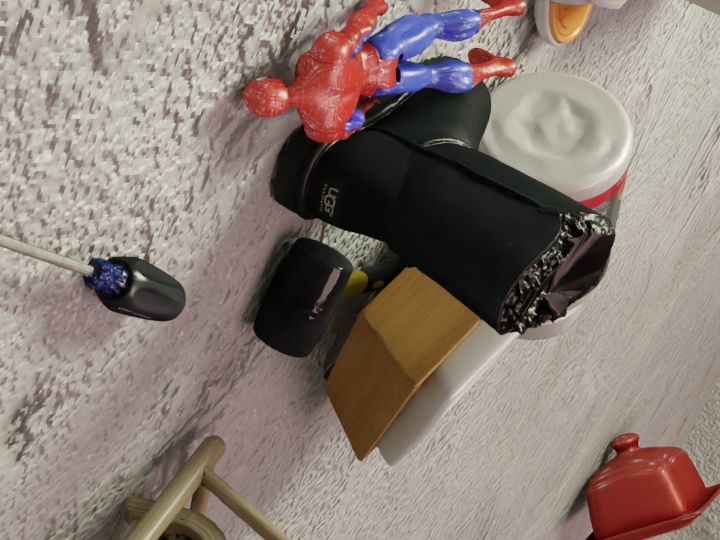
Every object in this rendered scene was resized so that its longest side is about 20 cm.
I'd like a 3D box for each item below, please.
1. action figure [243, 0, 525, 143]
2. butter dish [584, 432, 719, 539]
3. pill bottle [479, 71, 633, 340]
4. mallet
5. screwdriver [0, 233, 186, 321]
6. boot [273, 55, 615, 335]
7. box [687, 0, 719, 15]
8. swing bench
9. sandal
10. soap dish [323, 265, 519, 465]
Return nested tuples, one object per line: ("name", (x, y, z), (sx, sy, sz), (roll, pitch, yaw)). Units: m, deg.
("action figure", (0.012, -0.110, 0.729), (0.200, 0.052, 0.066), (-26, 136, -46))
("butter dish", (0.416, 0.314, 2.034), (0.199, 0.148, 0.200), (-24, 175, 26))
("pill bottle", (0.131, -0.037, 0.992), (0.111, 0.110, 0.200), (-47, 155, -28))
("mallet", (0.000, 0.000, 0.864), (0.200, 0.041, 0.066), (-25, 144, -61))
("screwdriver", (-0.123, -0.001, 0.591), (0.028, 0.029, 0.200), (-60, 163, 0))
("boot", (0.070, -0.043, 0.777), (0.200, 0.168, 0.077), (-31, 145, -51))
("box", (0.289, -0.285, 1.038), (0.200, 0.097, 0.125), (-29, 143, -51))
("swing bench", (-0.124, 0.239, 0.779), (0.200, 0.130, 0.200), (-29, 144, -43))
("sandal", (0.170, -0.232, 0.898), (0.079, 0.059, 0.207), (-36, 148, -44))
("soap dish", (0.055, 0.036, 0.888), (0.157, 0.081, 0.200), (-44, 172, -21))
